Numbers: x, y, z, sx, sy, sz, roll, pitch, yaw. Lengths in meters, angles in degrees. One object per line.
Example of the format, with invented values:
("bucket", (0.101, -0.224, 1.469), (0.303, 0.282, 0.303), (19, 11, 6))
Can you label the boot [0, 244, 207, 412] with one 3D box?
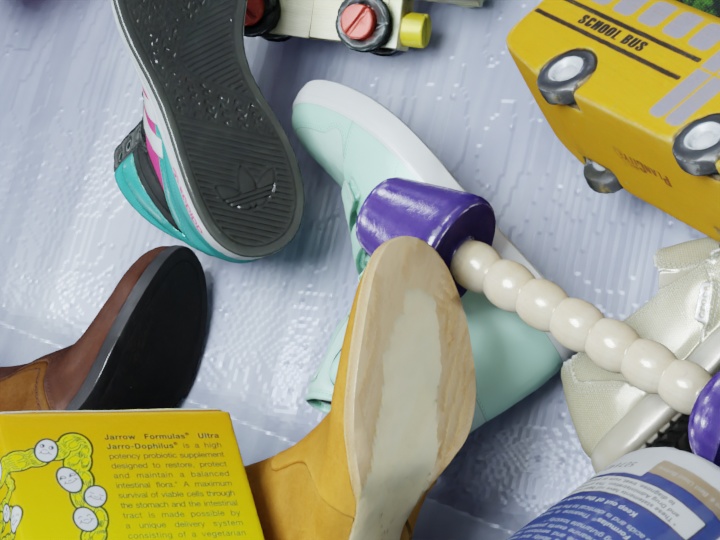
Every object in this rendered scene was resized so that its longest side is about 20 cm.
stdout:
("boot", (-0.189, 0.051, 1.041), (0.199, 0.068, 0.190), (19, 82, 35))

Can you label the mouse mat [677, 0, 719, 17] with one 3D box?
("mouse mat", (0.222, -0.172, 0.999), (0.160, 0.008, 0.202), (9, 71, 25))

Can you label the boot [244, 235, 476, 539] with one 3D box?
("boot", (-0.019, 0.088, 0.889), (0.143, 0.070, 0.203), (-1, 88, 52))

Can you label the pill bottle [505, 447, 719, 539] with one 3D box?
("pill bottle", (0.072, 0.160, 0.778), (0.199, 0.112, 0.111), (-30, 52, -33))

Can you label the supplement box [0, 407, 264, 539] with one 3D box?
("supplement box", (-0.097, 0.169, 0.849), (0.109, 0.109, 0.201), (1, 46, -24))

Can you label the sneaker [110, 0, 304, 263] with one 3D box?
("sneaker", (-0.087, -0.096, 1.015), (0.083, 0.121, 0.202), (-13, 86, -19))

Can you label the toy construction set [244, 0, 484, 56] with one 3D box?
("toy construction set", (-0.007, -0.180, 1.043), (0.199, 0.092, 0.132), (11, 95, 34))

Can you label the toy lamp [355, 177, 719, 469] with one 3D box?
("toy lamp", (0.082, 0.019, 0.867), (0.199, 0.058, 0.058), (33, 81, 29))

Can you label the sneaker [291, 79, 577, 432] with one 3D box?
("sneaker", (0.000, 0.000, 0.964), (0.118, 0.074, 0.201), (-39, 61, -6))

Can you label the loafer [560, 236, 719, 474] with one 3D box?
("loafer", (0.165, 0.009, 0.897), (0.200, 0.076, 0.068), (-43, 64, 0))

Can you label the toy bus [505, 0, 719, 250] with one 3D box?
("toy bus", (0.141, -0.070, 0.897), (0.078, 0.065, 0.200), (-39, 33, -10))
